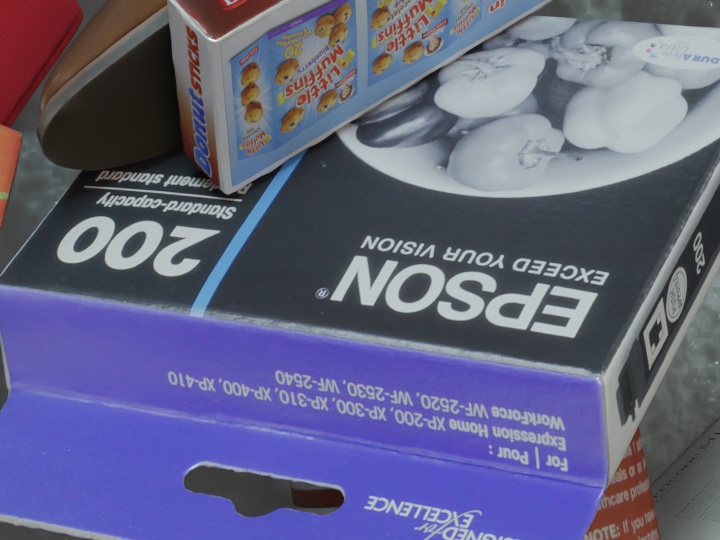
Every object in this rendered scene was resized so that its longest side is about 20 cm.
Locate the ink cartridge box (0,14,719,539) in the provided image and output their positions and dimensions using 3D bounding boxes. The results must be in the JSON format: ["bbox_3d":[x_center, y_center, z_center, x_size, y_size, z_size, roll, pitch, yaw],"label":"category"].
[{"bbox_3d":[0.000,0.000,0.818,0.200,0.197,0.044,-59,143,-37],"label":"ink cartridge box"}]

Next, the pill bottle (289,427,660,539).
[{"bbox_3d":[0.039,0.090,0.896,0.112,0.112,0.201,-11,91,-17],"label":"pill bottle"}]

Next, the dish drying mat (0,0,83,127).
[{"bbox_3d":[-0.134,-0.100,0.823,0.018,0.200,0.077,24,72,24],"label":"dish drying mat"}]

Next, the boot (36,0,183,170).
[{"bbox_3d":[-0.066,-0.149,0.869,0.186,0.064,0.200,-37,63,-5],"label":"boot"}]

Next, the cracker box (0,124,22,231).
[{"bbox_3d":[-0.208,-0.004,0.805,0.199,0.058,0.135,20,66,-20],"label":"cracker box"}]

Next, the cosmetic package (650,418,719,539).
[{"bbox_3d":[0.183,0.041,0.922,0.200,0.151,0.052,-43,102,-13],"label":"cosmetic package"}]

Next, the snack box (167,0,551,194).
[{"bbox_3d":[0.034,-0.097,0.826,0.199,0.072,0.024,-32,62,-19],"label":"snack box"}]
